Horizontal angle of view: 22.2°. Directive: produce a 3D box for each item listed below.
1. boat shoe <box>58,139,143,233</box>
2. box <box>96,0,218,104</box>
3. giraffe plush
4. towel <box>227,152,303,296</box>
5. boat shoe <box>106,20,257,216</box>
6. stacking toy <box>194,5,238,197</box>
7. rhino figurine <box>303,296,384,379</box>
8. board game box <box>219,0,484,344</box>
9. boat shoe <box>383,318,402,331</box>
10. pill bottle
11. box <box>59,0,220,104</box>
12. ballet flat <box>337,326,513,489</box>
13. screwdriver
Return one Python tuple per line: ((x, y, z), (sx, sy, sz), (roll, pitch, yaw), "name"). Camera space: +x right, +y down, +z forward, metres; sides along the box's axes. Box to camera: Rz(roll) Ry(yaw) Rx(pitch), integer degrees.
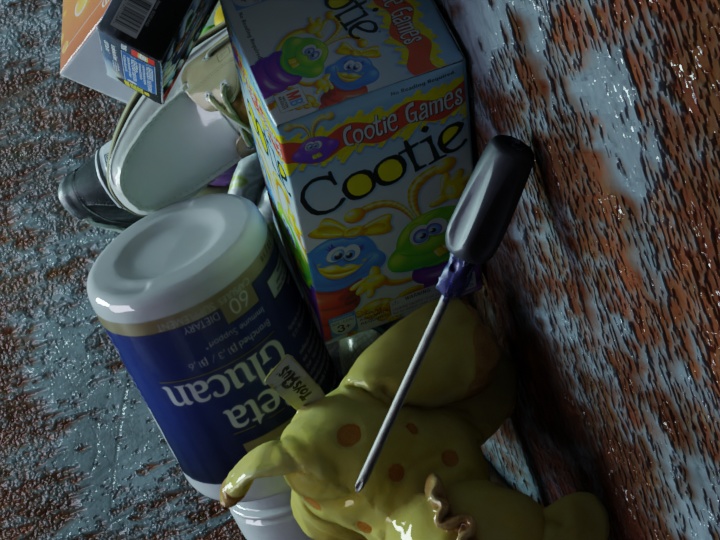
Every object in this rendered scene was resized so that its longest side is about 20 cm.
((-0.142, -0.050, 1.295), (0.074, 0.068, 0.199), (67, -160, 7), "boat shoe")
((-0.073, -0.192, 0.965), (0.040, 0.201, 0.137), (28, 175, -4), "box")
((0.044, 0.125, 0.978), (0.162, 0.173, 0.200), (45, -166, 27), "giraffe plush")
((-0.053, -0.009, 1.215), (0.171, 0.048, 0.201), (-13, -58, -75), "towel")
((-0.071, -0.107, 1.080), (0.075, 0.200, 0.068), (43, -179, -26), "boat shoe")
((-0.074, -0.136, 1.163), (0.200, 0.085, 0.086), (-56, 36, 24), "stacking toy")
((0.000, 0.000, 1.189), (0.087, 0.059, 0.201), (40, 123, 52), "rhino figurine")
((-0.001, -0.068, 1.007), (0.200, 0.102, 0.105), (80, 169, -54), "board game box")
((0.018, 0.023, 1.285), (0.200, 0.060, 0.076), (178, 96, -65), "boat shoe")
((-0.072, 0.065, 1.085), (0.201, 0.111, 0.111), (65, 177, -28), "pill bottle")
((-0.136, -0.225, 1.272), (0.124, 0.097, 0.201), (-43, 38, 37), "box")
((0.043, 0.120, 1.120), (0.200, 0.062, 0.067), (49, 147, 3), "ballet flat")
((0.034, 0.023, 0.875), (0.029, 0.028, 0.201), (-109, 38, -53), "screwdriver")
